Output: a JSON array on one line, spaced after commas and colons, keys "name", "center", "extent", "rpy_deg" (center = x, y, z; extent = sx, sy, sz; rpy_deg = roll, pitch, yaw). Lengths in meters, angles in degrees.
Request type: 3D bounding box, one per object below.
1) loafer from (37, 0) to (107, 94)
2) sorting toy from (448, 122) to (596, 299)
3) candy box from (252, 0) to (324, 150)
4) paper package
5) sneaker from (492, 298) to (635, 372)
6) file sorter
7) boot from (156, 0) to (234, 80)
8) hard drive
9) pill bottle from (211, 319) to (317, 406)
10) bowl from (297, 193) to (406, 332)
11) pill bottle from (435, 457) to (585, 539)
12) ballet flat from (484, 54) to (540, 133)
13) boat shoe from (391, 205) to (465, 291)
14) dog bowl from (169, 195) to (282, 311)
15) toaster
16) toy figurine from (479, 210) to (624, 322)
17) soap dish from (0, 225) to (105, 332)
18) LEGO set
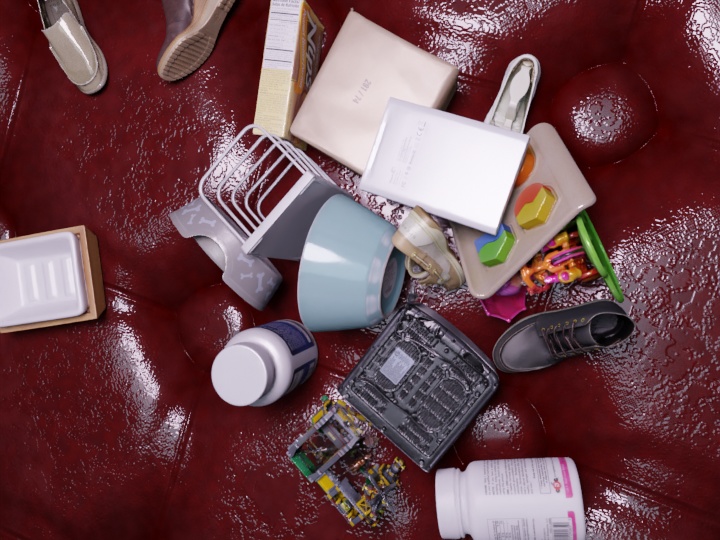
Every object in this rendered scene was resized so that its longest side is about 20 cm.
[{"name": "loafer", "center": [-0.505, -0.399, 1.022], "extent": [0.075, 0.068, 0.202], "rpy_deg": [-28, 85, 12]}, {"name": "sorting toy", "center": [0.201, -0.086, 0.800], "extent": [0.036, 0.187, 0.200], "rpy_deg": [26, 125, -27]}, {"name": "candy box", "center": [-0.108, -0.297, 0.912], "extent": [0.054, 0.115, 0.203], "rpy_deg": [9, 93, 11]}, {"name": "paper package", "center": [0.024, -0.245, 0.891], "extent": [0.189, 0.103, 0.202], "rpy_deg": [31, 97, 10]}, {"name": "sneaker", "center": [0.280, 0.094, 0.838], "extent": [0.198, 0.106, 0.076], "rpy_deg": [-25, 86, 12]}, {"name": "file sorter", "center": [-0.120, -0.111, 0.879], "extent": [0.139, 0.200, 0.125], "rpy_deg": [-46, 78, 9]}, {"name": "boot", "center": [-0.305, -0.436, 0.990], "extent": [0.166, 0.072, 0.200], "rpy_deg": [45, 101, 20]}, {"name": "hard drive", "center": [0.109, -0.142, 0.796], "extent": [0.198, 0.025, 0.134], "rpy_deg": [21, 94, 18]}, {"name": "pill bottle", "center": [-0.141, 0.137, 0.885], "extent": [0.109, 0.200, 0.113], "rpy_deg": [0, 91, 12]}, {"name": "bowl", "center": [0.000, 0.000, 0.845], "extent": [0.104, 0.200, 0.204], "rpy_deg": [12, 94, 20]}, {"name": "pill bottle", "center": [0.212, 0.333, 0.855], "extent": [0.197, 0.113, 0.115], "rpy_deg": [-6, 90, 12]}, {"name": "ballet flat", "center": [0.215, -0.220, 0.868], "extent": [0.069, 0.069, 0.203], "rpy_deg": [17, 95, 11]}, {"name": "boat shoe", "center": [0.093, -0.017, 0.837], "extent": [0.066, 0.200, 0.074], "rpy_deg": [-40, 54, 1]}, {"name": "dog bowl", "center": [-0.197, -0.031, 0.902], "extent": [0.059, 0.200, 0.200], "rpy_deg": [-43, 82, -3]}, {"name": "toaster", "center": [0.092, 0.154, 0.875], "extent": [0.180, 0.119, 0.201], "rpy_deg": [39, 99, 8]}, {"name": "toy figurine", "center": [0.242, 0.008, 0.819], "extent": [0.183, 0.199, 0.152], "rpy_deg": [-26, 78, 24]}, {"name": "soap dish", "center": [-0.543, 0.016, 1.033], "extent": [0.197, 0.081, 0.160], "rpy_deg": [-8, 90, 12]}, {"name": "LEGO set", "center": [-0.003, 0.267, 0.882], "extent": [0.116, 0.153, 0.201], "rpy_deg": [-46, 74, 27]}]
